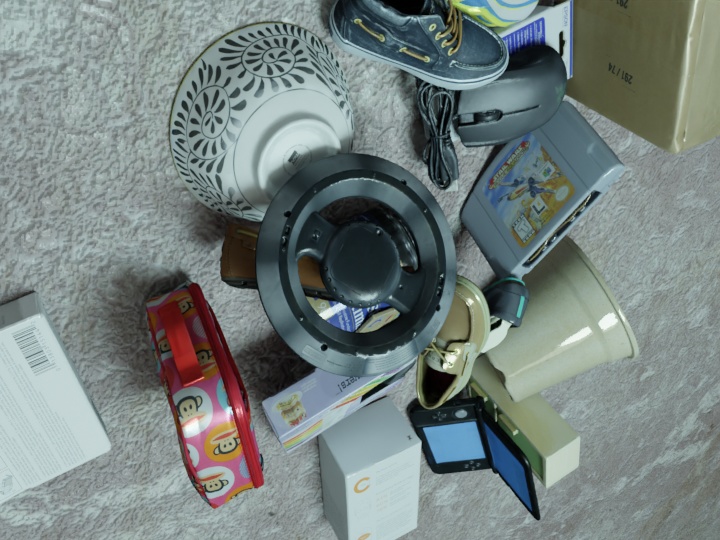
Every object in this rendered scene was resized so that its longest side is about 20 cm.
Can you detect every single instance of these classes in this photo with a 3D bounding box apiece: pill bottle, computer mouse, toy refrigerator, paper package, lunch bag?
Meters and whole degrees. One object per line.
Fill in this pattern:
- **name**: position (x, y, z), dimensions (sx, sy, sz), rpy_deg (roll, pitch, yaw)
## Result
- **pill bottle**: position (0.000, 0.000, 0.803), dimensions (0.196, 0.112, 0.114), rpy_deg (-29, 133, -14)
- **computer mouse**: position (0.159, -0.176, 0.778), dimensions (0.196, 0.053, 0.141), rpy_deg (-28, 132, -15)
- **toy refrigerator**: position (0.236, 0.218, 1.059), dimensions (0.069, 0.201, 0.077), rpy_deg (-26, 134, -14)
- **paper package**: position (0.317, -0.263, 0.774), dimensions (0.101, 0.201, 0.194), rpy_deg (-26, 133, -14)
- **lunch bag**: position (-0.163, 0.112, 0.709), dimensions (0.080, 0.201, 0.180), rpy_deg (-19, 131, -15)

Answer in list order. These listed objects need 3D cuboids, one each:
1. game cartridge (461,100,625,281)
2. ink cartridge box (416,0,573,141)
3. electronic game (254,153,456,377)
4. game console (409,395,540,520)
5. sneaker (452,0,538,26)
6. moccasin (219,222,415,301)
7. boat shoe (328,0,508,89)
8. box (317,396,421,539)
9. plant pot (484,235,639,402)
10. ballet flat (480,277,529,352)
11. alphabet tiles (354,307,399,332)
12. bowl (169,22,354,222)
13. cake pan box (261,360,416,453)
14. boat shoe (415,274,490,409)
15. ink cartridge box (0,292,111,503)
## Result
- **game cartridge**: position (0.209, -0.095, 0.854), dimensions (0.041, 0.135, 0.201), rpy_deg (5, 134, -45)
- **ink cartridge box**: position (0.155, -0.229, 0.801), dimensions (0.196, 0.039, 0.101), rpy_deg (-28, 132, -14)
- **electronic game**: position (-0.001, -0.006, 0.649), dimensions (0.194, 0.041, 0.207), rpy_deg (2, 84, -18)
- **game console**: position (0.177, 0.298, 1.083), dimensions (0.170, 0.119, 0.203), rpy_deg (-9, 135, 12)
- **sneaker**: position (0.126, -0.287, 0.684), dimensions (0.195, 0.104, 0.078), rpy_deg (0, 103, -34)
- **moccasin**: position (-0.041, -0.012, 0.709), dimensions (0.195, 0.074, 0.080), rpy_deg (8, 83, 3)
- **boat shoe**: position (0.072, -0.229, 0.669), dimensions (0.194, 0.091, 0.073), rpy_deg (5, 82, -21)
- **box**: position (0.013, 0.309, 1.040), dimensions (0.121, 0.098, 0.205), rpy_deg (-18, 130, -22)
- **plant pot**: position (0.261, 0.084, 1.005), dimensions (0.181, 0.203, 0.201), rpy_deg (-32, 135, 5)
- **ballet flat**: position (0.141, 0.075, 0.896), dimensions (0.071, 0.075, 0.199), rpy_deg (-5, 161, -31)
- **alphabet tiles**: position (0.039, 0.073, 0.879), dimensions (0.197, 0.008, 0.167), rpy_deg (-18, 159, -44)
- **bowl**: position (-0.076, -0.120, 0.678), dimensions (0.196, 0.094, 0.205), rpy_deg (-18, 129, -22)
- **cake pan box**: position (-0.024, 0.147, 0.874), dimensions (0.196, 0.053, 0.185), rpy_deg (-30, 167, -14)
- **boat shoe**: position (0.105, 0.095, 0.843), dimensions (0.066, 0.073, 0.204), rpy_deg (-40, 146, -35)
- **ink cartridge box**: position (-0.364, 0.142, 0.697), dimensions (0.173, 0.045, 0.204), rpy_deg (-24, 131, -20)
